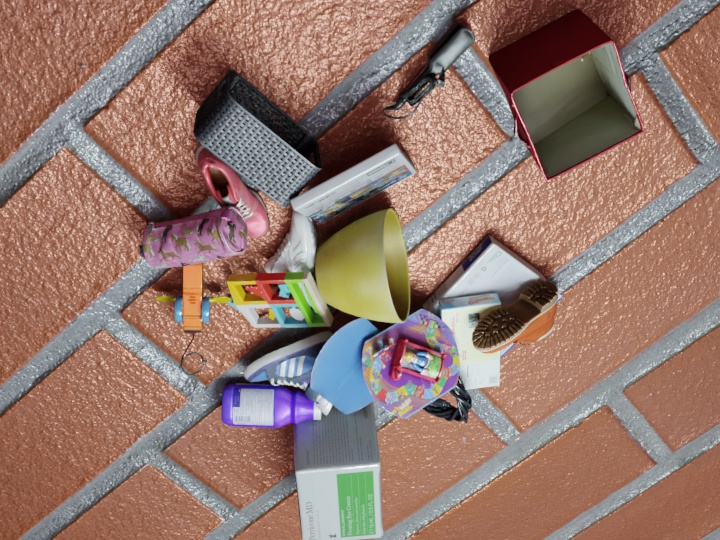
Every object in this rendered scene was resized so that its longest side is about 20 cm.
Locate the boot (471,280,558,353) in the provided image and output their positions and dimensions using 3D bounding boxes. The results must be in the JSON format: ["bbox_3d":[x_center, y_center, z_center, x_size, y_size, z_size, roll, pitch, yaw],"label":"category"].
[{"bbox_3d":[0.293,0.114,1.677,0.198,0.075,0.108,-30,135,-20],"label":"boot"}]

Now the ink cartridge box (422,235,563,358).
[{"bbox_3d":[0.256,0.058,1.735,0.199,0.041,0.200,34,112,-24],"label":"ink cartridge box"}]

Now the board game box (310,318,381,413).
[{"bbox_3d":[-0.019,0.171,1.661,0.159,0.039,0.200,-50,133,-4],"label":"board game box"}]

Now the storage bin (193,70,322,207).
[{"bbox_3d":[-0.167,-0.215,1.474,0.199,0.136,0.094,36,111,-24],"label":"storage bin"}]

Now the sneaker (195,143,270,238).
[{"bbox_3d":[-0.225,-0.125,1.549,0.073,0.087,0.201,-27,120,10],"label":"sneaker"}]

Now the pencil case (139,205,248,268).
[{"bbox_3d":[-0.286,-0.056,1.546,0.197,0.084,0.086,-8,167,29],"label":"pencil case"}]

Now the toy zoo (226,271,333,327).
[{"bbox_3d":[-0.160,0.056,1.652,0.196,0.021,0.132,-2,136,24],"label":"toy zoo"}]

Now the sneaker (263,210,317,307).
[{"bbox_3d":[-0.127,-0.021,1.629,0.097,0.078,0.203,1,119,-3],"label":"sneaker"}]

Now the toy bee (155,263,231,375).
[{"bbox_3d":[-0.317,0.074,1.659,0.129,0.109,0.203,22,91,-9],"label":"toy bee"}]

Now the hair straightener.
[{"bbox_3d":[0.112,-0.322,1.478,0.200,0.077,0.041,-42,118,17],"label":"hair straightener"}]

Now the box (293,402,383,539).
[{"bbox_3d":[-0.046,0.402,1.808,0.168,0.201,0.202,-4,121,-2],"label":"box"}]

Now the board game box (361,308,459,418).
[{"bbox_3d":[0.101,0.168,1.627,0.198,0.039,0.160,-28,92,-22],"label":"board game box"}]

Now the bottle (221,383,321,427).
[{"bbox_3d":[-0.175,0.268,1.777,0.196,0.065,0.085,1,90,0],"label":"bottle"}]

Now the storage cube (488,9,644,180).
[{"bbox_3d":[0.328,-0.289,1.463,0.198,0.181,0.172,-26,120,10],"label":"storage cube"}]

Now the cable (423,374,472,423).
[{"bbox_3d":[0.137,0.223,1.747,0.201,0.051,0.163,52,141,2],"label":"cable"}]

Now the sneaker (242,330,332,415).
[{"bbox_3d":[-0.115,0.218,1.726,0.197,0.081,0.149,-23,81,4],"label":"sneaker"}]

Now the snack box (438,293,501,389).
[{"bbox_3d":[0.212,0.142,1.736,0.114,0.037,0.203,-6,123,-3],"label":"snack box"}]

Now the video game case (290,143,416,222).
[{"bbox_3d":[-0.008,-0.144,1.525,0.198,0.182,0.023,-28,81,9],"label":"video game case"}]

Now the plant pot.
[{"bbox_3d":[0.000,0.000,1.600,0.139,0.201,0.203,-7,122,15],"label":"plant pot"}]
